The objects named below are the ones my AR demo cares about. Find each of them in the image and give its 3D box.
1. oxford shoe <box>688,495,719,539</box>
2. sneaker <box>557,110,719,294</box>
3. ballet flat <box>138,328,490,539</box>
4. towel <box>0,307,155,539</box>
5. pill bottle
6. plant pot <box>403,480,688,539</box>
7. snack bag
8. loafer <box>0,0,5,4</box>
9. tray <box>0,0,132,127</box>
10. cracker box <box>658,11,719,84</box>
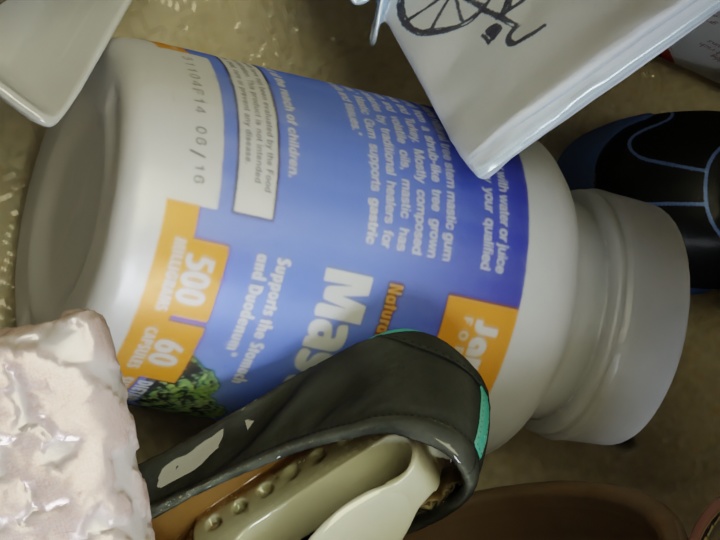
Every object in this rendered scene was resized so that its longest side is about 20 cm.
[{"bbox_3d":[0.156,0.141,0.705,0.071,0.074,0.200,-43,85,2],"label":"oxford shoe"},{"bbox_3d":[0.169,-0.026,0.961,0.199,0.078,0.070,4,78,-24],"label":"sneaker"},{"bbox_3d":[-0.050,0.085,0.791,0.200,0.068,0.068,-33,125,8],"label":"ballet flat"},{"bbox_3d":[-0.136,0.125,0.676,0.190,0.032,0.201,-11,94,-11],"label":"towel"},{"bbox_3d":[0.000,0.000,0.859,0.199,0.112,0.113,12,75,-22],"label":"pill bottle"},{"bbox_3d":[0.016,0.148,0.798,0.200,0.201,0.093,-30,107,-26],"label":"plant pot"},{"bbox_3d":[0.071,-0.138,0.854,0.188,0.200,0.021,-34,136,10],"label":"snack bag"},{"bbox_3d":[-0.097,-0.121,0.780,0.200,0.067,0.076,-25,77,-50],"label":"loafer"},{"bbox_3d":[-0.109,-0.130,0.847,0.107,0.022,0.200,38,41,-15],"label":"tray"},{"bbox_3d":[0.183,-0.111,0.916,0.134,0.200,0.058,21,70,-20],"label":"cracker box"}]
